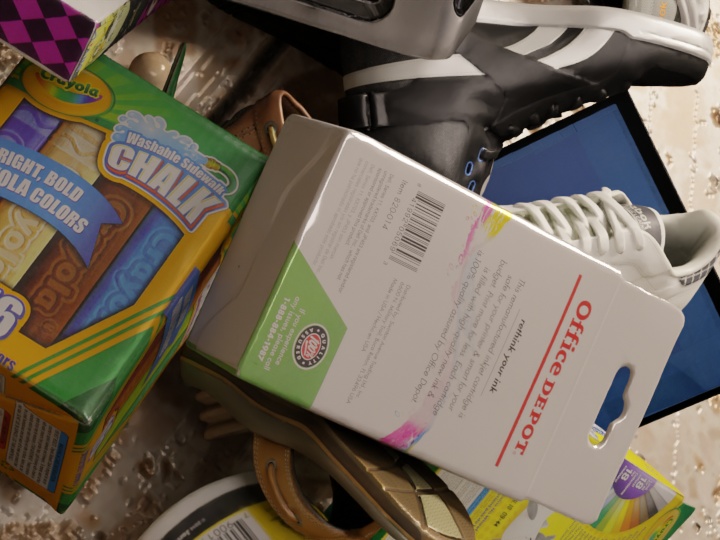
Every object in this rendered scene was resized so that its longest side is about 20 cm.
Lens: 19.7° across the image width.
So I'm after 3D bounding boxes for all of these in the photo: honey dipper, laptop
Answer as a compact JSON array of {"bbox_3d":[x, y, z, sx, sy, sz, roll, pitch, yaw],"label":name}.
[{"bbox_3d":[-0.084,-0.015,1.057,0.038,0.038,0.201,-10,84,-33],"label":"honey dipper"},{"bbox_3d":[0.086,0.031,1.116,0.200,0.103,0.178,-31,97,-33],"label":"laptop"}]

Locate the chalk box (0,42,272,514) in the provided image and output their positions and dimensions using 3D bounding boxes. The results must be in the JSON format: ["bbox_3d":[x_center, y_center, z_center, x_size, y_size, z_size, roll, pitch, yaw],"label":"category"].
[{"bbox_3d":[-0.126,-0.015,0.957,0.124,0.125,0.200,33,63,4],"label":"chalk box"}]

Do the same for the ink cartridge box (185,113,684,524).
[{"bbox_3d":[0.037,0.025,0.933,0.199,0.067,0.118,27,87,-27],"label":"ink cartridge box"}]

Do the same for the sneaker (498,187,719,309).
[{"bbox_3d":[0.095,-0.009,1.032,0.199,0.081,0.077,2,54,-41],"label":"sneaker"}]

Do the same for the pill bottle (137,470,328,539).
[{"bbox_3d":[-0.019,0.197,0.950,0.114,0.115,0.200,-17,48,-34],"label":"pill bottle"}]

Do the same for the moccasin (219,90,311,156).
[{"bbox_3d":[0.001,0.000,1.054,0.202,0.078,0.074,57,27,-2],"label":"moccasin"}]

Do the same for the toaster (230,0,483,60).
[{"bbox_3d":[-0.011,-0.212,0.938,0.199,0.119,0.182,18,111,1],"label":"toaster"}]

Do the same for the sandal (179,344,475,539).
[{"bbox_3d":[-0.021,0.092,0.957,0.080,0.200,0.054,24,95,-47],"label":"sandal"}]

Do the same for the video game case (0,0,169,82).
[{"bbox_3d":[-0.183,-0.168,0.927,0.199,0.036,0.181,32,20,-2],"label":"video game case"}]

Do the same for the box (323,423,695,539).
[{"bbox_3d":[0.085,0.126,1.073,0.117,0.048,0.200,-51,132,5],"label":"box"}]

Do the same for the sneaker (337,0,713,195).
[{"bbox_3d":[0.083,-0.082,1.087,0.199,0.073,0.113,5,87,-9],"label":"sneaker"}]

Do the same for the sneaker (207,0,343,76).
[{"bbox_3d":[-0.009,-0.169,1.126,0.199,0.060,0.105,30,66,-29],"label":"sneaker"}]

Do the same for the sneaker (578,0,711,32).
[{"bbox_3d":[0.142,-0.221,1.224,0.079,0.074,0.201,-20,91,-29],"label":"sneaker"}]
